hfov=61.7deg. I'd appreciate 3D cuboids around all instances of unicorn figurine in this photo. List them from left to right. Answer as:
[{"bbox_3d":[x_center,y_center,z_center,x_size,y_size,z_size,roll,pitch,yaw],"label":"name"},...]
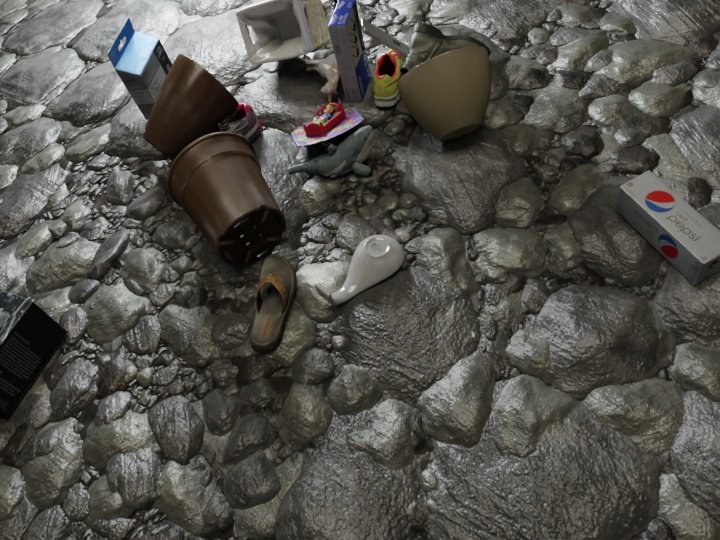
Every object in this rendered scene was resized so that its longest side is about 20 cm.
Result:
[{"bbox_3d":[-0.072,-0.496,1.469,0.136,0.074,0.201,27,69,34],"label":"unicorn figurine"}]

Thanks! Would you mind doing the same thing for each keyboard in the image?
[{"bbox_3d":[0.085,-0.523,1.401,0.011,0.196,0.057,-48,35,35],"label":"keyboard"}]

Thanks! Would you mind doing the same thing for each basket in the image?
[{"bbox_3d":[-0.189,-0.610,1.506,0.196,0.138,0.123,2,31,33],"label":"basket"}]

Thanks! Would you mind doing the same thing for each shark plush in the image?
[{"bbox_3d":[-0.061,-0.252,1.291,0.195,0.084,0.093,-8,54,9],"label":"shark plush"}]

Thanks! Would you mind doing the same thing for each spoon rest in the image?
[{"bbox_3d":[0.000,0.000,1.127,0.199,0.061,0.099,-36,55,-28],"label":"spoon rest"}]

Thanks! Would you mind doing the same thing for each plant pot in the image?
[{"bbox_3d":[-0.414,-0.364,1.420,0.185,0.187,0.202,33,83,31],"label":"plant pot"},{"bbox_3d":[-0.255,-0.133,1.206,0.198,0.202,0.199,-33,62,-9],"label":"plant pot"},{"bbox_3d":[0.187,-0.351,1.248,0.195,0.200,0.138,-17,88,2],"label":"plant pot"}]

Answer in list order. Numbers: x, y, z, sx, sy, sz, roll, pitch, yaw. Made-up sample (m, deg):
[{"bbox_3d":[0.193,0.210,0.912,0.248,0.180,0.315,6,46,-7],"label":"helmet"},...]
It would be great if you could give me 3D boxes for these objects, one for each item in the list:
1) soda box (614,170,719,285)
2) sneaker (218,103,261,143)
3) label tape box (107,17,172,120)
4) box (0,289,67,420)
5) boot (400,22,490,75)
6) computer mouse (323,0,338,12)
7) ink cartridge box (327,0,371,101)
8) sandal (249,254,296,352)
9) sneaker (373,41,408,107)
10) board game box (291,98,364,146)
[{"bbox_3d":[0.528,-0.076,1.025,0.067,0.064,0.202,-27,54,-6],"label":"soda box"},{"bbox_3d":[-0.313,-0.303,1.400,0.079,0.075,0.202,19,63,26],"label":"sneaker"},{"bbox_3d":[-0.541,-0.508,1.524,0.064,0.202,0.146,2,56,13],"label":"label tape box"},{"bbox_3d":[-0.724,0.149,1.170,0.196,0.125,0.199,13,58,23],"label":"box"},{"bbox_3d":[0.194,-0.475,1.387,0.195,0.068,0.134,15,81,-4],"label":"boot"},{"bbox_3d":[-0.152,-0.759,1.689,0.195,0.046,0.143,-12,55,6],"label":"computer mouse"},{"bbox_3d":[-0.022,-0.498,1.378,0.043,0.202,0.096,6,56,17],"label":"ink cartridge box"},{"bbox_3d":[-0.171,0.052,1.128,0.080,0.055,0.204,1,56,15],"label":"sandal"},{"bbox_3d":[0.076,-0.480,1.408,0.076,0.091,0.204,3,55,18],"label":"sneaker"},{"bbox_3d":[-0.082,-0.336,1.332,0.155,0.040,0.201,-23,28,-2],"label":"board game box"}]
